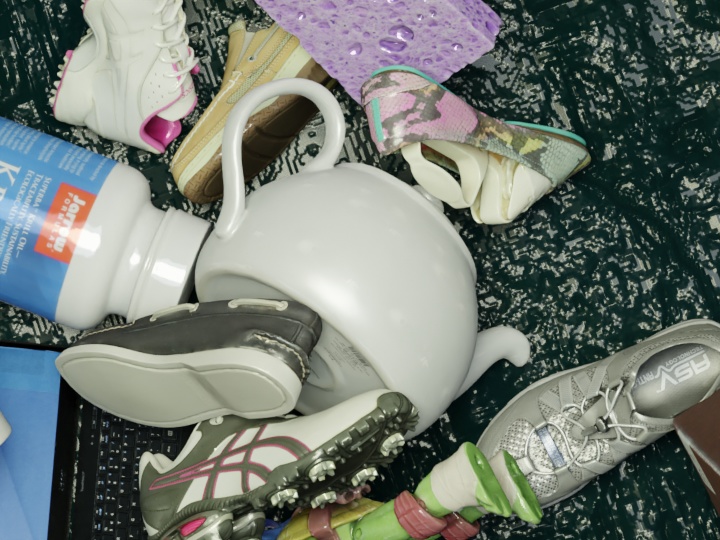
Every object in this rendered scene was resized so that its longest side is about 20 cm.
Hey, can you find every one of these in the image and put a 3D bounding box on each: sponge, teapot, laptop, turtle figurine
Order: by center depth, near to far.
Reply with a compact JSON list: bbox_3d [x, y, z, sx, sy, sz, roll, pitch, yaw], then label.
[{"bbox_3d":[-0.017,-0.187,1.631,0.200,0.111,0.030,42,44,-19],"label":"sponge"},{"bbox_3d":[0.022,0.202,1.650,0.193,0.200,0.144,-32,128,17],"label":"turtle figurine"},{"bbox_3d":[0.000,0.000,1.662,0.197,0.200,0.146,30,66,18],"label":"teapot"},{"bbox_3d":[-0.184,0.134,1.676,0.199,0.103,0.178,2,86,29],"label":"laptop"}]

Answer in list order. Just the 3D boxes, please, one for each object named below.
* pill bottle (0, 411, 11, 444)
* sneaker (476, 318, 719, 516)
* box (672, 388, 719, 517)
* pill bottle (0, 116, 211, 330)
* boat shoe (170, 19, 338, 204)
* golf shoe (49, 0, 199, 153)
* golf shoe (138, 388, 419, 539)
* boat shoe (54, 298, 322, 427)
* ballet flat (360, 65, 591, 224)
[{"bbox_3d":[-0.305,0.041,1.619,0.113,0.113,0.200,-35,100,-3],"label":"pill bottle"},{"bbox_3d":[0.156,0.088,1.698,0.200,0.082,0.075,-34,87,-3],"label":"sneaker"},{"bbox_3d":[0.335,0.130,1.632,0.200,0.164,0.166,-33,113,-3],"label":"box"},{"bbox_3d":[-0.201,-0.029,1.687,0.199,0.112,0.113,20,86,1],"label":"pill bottle"},{"bbox_3d":[-0.060,-0.131,1.726,0.076,0.072,0.200,42,76,14],"label":"boat shoe"},{"bbox_3d":[-0.133,-0.150,1.666,0.091,0.200,0.075,32,53,4],"label":"golf shoe"},{"bbox_3d":[-0.058,0.112,1.607,0.200,0.077,0.088,-32,67,22],"label":"golf shoe"},{"bbox_3d":[-0.105,0.050,1.609,0.074,0.199,0.060,47,55,-30],"label":"boat shoe"},{"bbox_3d":[0.072,-0.070,1.670,0.069,0.200,0.072,-12,69,40],"label":"ballet flat"}]
